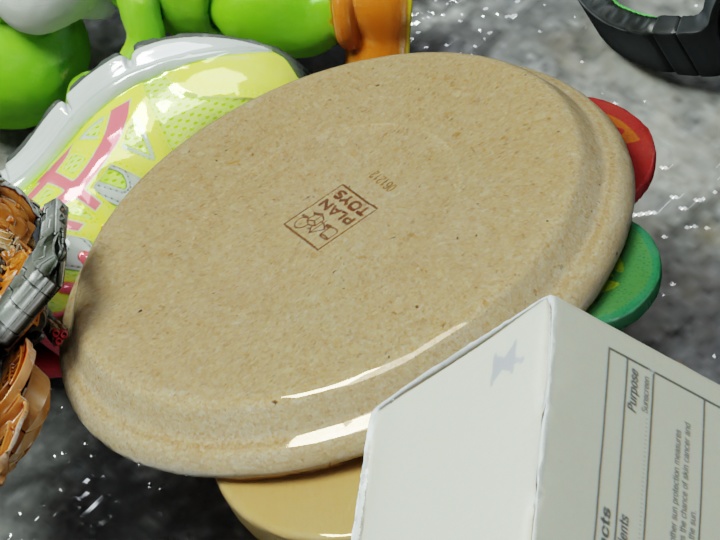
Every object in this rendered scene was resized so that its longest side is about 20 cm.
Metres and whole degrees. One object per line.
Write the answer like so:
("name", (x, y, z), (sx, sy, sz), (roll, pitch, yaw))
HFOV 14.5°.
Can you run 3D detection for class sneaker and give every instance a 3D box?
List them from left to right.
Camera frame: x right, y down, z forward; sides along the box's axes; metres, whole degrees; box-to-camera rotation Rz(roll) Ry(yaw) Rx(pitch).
("sneaker", (-0.095, -0.004, 0.992), (0.199, 0.078, 0.091), (-33, 51, 4))

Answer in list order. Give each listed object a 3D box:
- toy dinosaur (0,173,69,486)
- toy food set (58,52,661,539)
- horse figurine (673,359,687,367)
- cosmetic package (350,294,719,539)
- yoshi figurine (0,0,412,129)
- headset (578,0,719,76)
("toy dinosaur", (-0.143, 0.040, 0.872), (0.136, 0.102, 0.200), (-39, 6, 21))
("toy food set", (0.000, 0.000, 0.891), (0.199, 0.049, 0.198), (16, 52, 44))
("horse figurine", (0.021, 0.020, 0.937), (0.132, 0.050, 0.200), (-28, 35, -1))
("cosmetic package", (0.099, 0.103, 0.771), (0.087, 0.199, 0.104), (-33, 36, 45))
("yoshi figurine", (-0.080, -0.098, 1.062), (0.199, 0.112, 0.113), (1, 93, -2))
("headset", (0.172, -0.117, 1.019), (0.199, 0.094, 0.124), (3, 57, 36))
